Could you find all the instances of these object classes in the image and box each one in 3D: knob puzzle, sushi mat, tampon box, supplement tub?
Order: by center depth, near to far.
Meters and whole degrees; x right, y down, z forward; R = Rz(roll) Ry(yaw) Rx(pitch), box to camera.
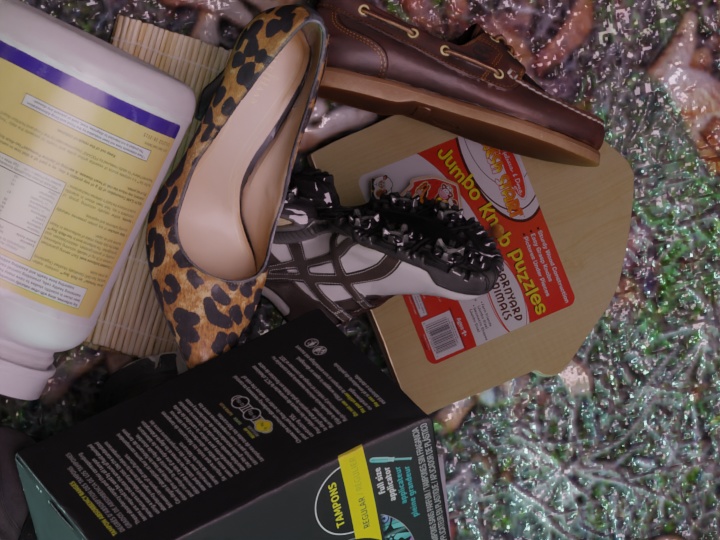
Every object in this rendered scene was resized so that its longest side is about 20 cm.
[{"bbox_3d":[-0.066,0.147,1.486,0.199,0.126,0.150,-25,129,-19],"label":"tampon box"},{"bbox_3d":[-0.196,-0.043,1.524,0.145,0.145,0.201,25,93,-21],"label":"supplement tub"},{"bbox_3d":[-0.130,-0.046,1.618,0.095,0.012,0.201,14,96,-22],"label":"sushi mat"},{"bbox_3d":[0.082,-0.026,1.677,0.218,0.030,0.221,2,84,-18],"label":"knob puzzle"}]

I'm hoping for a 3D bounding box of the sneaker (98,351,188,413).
[{"bbox_3d":[-0.062,0.102,1.639,0.199,0.085,0.075,9,75,1],"label":"sneaker"}]

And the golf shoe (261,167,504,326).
[{"bbox_3d":[0.000,0.000,1.590,0.078,0.199,0.095,-20,120,-47],"label":"golf shoe"}]

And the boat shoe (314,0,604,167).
[{"bbox_3d":[0.061,-0.118,1.626,0.199,0.070,0.071,18,80,-16],"label":"boat shoe"}]

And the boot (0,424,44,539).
[{"bbox_3d":[-0.242,0.166,1.461,0.132,0.069,0.201,34,69,-59],"label":"boot"}]

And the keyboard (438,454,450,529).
[{"bbox_3d":[-0.013,0.171,1.650,0.199,0.011,0.057,-22,107,-43],"label":"keyboard"}]

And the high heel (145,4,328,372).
[{"bbox_3d":[-0.064,-0.048,1.504,0.071,0.143,0.201,15,64,-22],"label":"high heel"}]
